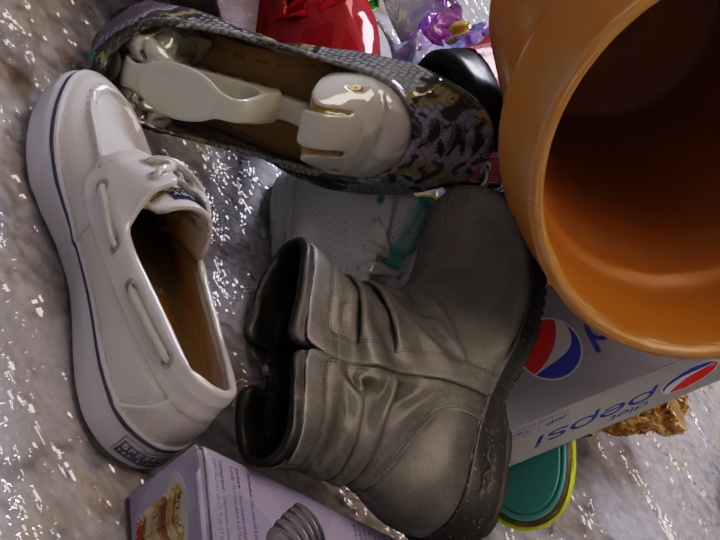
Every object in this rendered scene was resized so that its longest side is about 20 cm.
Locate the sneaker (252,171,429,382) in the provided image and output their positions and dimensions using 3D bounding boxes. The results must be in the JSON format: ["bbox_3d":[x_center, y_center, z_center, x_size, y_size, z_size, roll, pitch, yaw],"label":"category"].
[{"bbox_3d":[0.000,0.000,0.952,0.075,0.088,0.200,37,33,-34],"label":"sneaker"}]

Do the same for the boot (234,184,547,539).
[{"bbox_3d":[0.014,0.018,0.855,0.131,0.068,0.200,36,47,-32],"label":"boot"}]

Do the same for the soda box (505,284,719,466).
[{"bbox_3d":[0.120,0.039,0.970,0.068,0.200,0.064,98,-32,-65],"label":"soda box"}]

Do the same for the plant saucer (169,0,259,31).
[{"bbox_3d":[-0.079,-0.204,1.011,0.200,0.034,0.201,-1,90,-83],"label":"plant saucer"}]

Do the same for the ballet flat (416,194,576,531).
[{"bbox_3d":[0.065,0.050,1.037,0.067,0.067,0.200,65,1,-68],"label":"ballet flat"}]

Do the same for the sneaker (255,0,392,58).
[{"bbox_3d":[-0.036,-0.166,0.996,0.200,0.078,0.116,-102,175,-46],"label":"sneaker"}]

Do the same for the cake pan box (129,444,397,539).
[{"bbox_3d":[-0.007,0.190,0.778,0.184,0.052,0.200,28,38,-39],"label":"cake pan box"}]

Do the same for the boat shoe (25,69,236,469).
[{"bbox_3d":[-0.093,-0.015,0.839,0.071,0.070,0.200,26,39,-43],"label":"boat shoe"}]

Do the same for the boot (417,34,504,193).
[{"bbox_3d":[0.094,-0.031,1.033,0.144,0.072,0.201,-27,97,-49],"label":"boot"}]

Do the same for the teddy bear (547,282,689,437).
[{"bbox_3d":[0.142,0.039,1.179,0.145,0.067,0.200,44,22,-40],"label":"teddy bear"}]

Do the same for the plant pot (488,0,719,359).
[{"bbox_3d":[0.145,-0.090,0.909,0.200,0.200,0.183,38,14,-31],"label":"plant pot"}]

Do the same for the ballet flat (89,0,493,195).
[{"bbox_3d":[-0.037,-0.076,0.914,0.200,0.072,0.072,16,32,4],"label":"ballet flat"}]

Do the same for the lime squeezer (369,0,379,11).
[{"bbox_3d":[-0.022,-0.115,1.061,0.200,0.070,0.038,-92,159,-63],"label":"lime squeezer"}]

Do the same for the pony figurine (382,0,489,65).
[{"bbox_3d":[0.084,-0.117,1.171,0.200,0.166,0.194,-38,110,-54],"label":"pony figurine"}]
